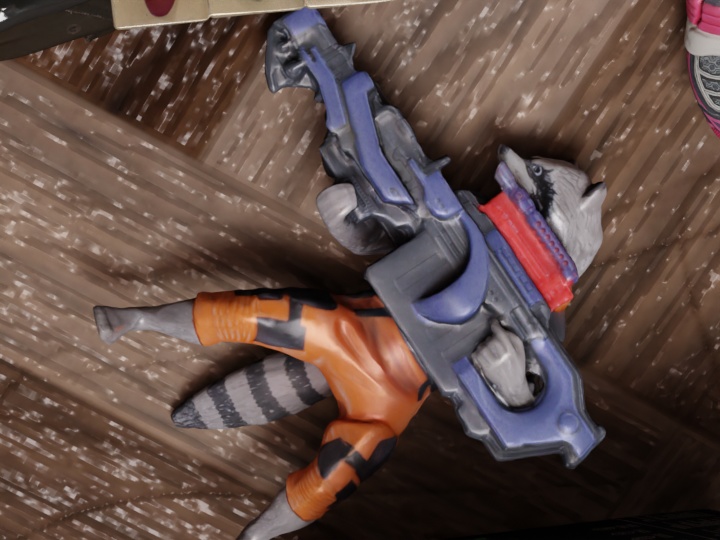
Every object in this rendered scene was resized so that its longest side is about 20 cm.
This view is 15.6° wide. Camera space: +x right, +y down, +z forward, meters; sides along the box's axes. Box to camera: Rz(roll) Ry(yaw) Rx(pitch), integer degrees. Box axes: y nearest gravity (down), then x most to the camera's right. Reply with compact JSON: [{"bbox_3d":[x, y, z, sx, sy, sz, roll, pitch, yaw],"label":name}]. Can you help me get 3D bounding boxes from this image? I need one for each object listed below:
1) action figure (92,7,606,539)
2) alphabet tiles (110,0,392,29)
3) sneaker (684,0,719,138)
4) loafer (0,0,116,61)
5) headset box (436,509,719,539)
[{"bbox_3d":[0.000,0.000,0.994,0.193,0.105,0.201,-26,87,3],"label":"action figure"},{"bbox_3d":[-0.028,-0.172,0.903,0.199,0.006,0.167,-7,92,-7],"label":"alphabet tiles"},{"bbox_3d":[0.218,-0.088,0.953,0.199,0.081,0.075,-1,129,8],"label":"sneaker"},{"bbox_3d":[-0.089,-0.121,0.941,0.199,0.071,0.073,-14,83,-6],"label":"loafer"},{"bbox_3d":[0.071,0.147,0.964,0.199,0.174,0.093,-5,89,-14],"label":"headset box"}]
